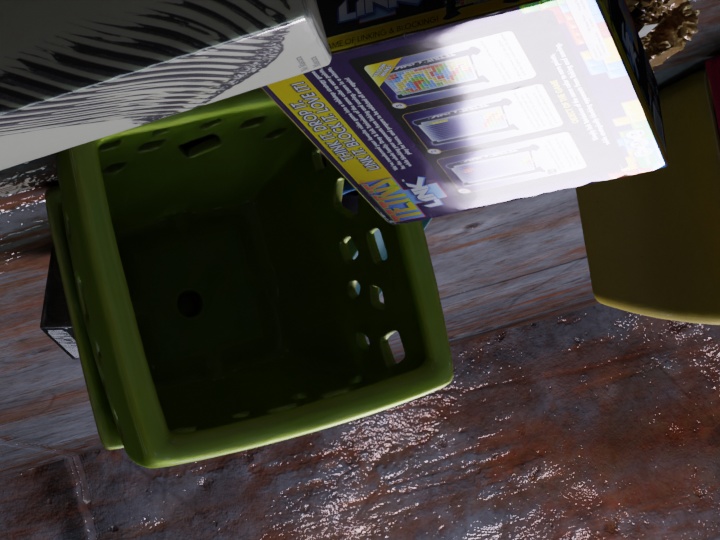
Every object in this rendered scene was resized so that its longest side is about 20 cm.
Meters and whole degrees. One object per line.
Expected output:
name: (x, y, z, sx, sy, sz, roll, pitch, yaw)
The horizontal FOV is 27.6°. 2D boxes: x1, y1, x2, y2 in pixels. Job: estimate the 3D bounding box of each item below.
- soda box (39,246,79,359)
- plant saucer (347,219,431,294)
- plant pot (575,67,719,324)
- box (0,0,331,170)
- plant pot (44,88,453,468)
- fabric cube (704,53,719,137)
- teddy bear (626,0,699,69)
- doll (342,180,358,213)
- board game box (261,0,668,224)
soda box: (-0.132, 0.020, 1.081, 0.198, 0.071, 0.063, -3, 156, 14)
plant saucer: (0.000, 0.000, 1.032, 0.201, 0.019, 0.070, -57, 153, 6)
plant pot: (0.295, -0.054, 1.243, 0.199, 0.202, 0.176, -8, 177, -42)
box: (-0.117, -0.095, 0.606, 0.198, 0.069, 0.082, -18, 172, 5)
plant pot: (-0.084, 0.006, 0.901, 0.198, 0.201, 0.181, -13, 176, -24)
fabric cube: (0.402, -0.087, 1.073, 0.195, 0.202, 0.199, 10, 156, -40)
teddy bear: (0.127, -0.141, 0.830, 0.144, 0.067, 0.200, -25, 165, -4)
doll: (0.018, -0.060, 1.127, 0.135, 0.049, 0.200, -13, 164, -16)
board game box: (0.056, -0.097, 0.735, 0.164, 0.057, 0.200, -10, 157, 18)
